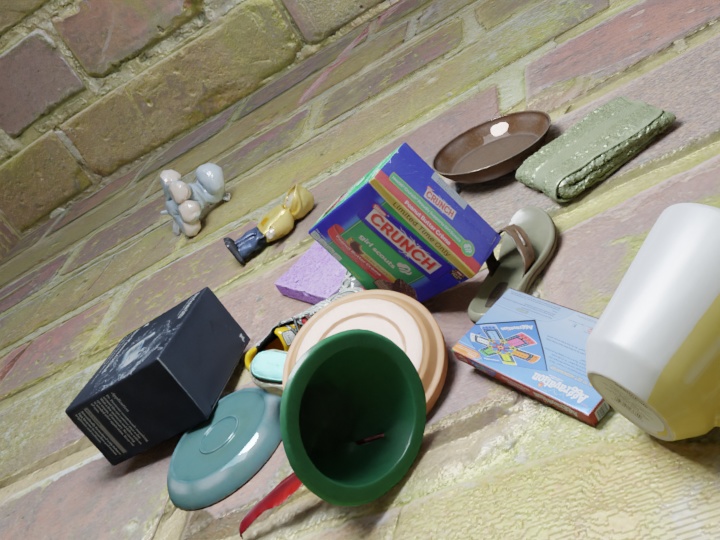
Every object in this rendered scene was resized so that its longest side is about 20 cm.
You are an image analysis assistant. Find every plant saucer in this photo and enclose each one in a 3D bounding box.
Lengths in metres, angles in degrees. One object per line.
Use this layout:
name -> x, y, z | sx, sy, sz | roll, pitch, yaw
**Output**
plant saucer -> 0.001, 0.106, 0.889 | 0.197, 0.032, 0.203 | -10, 52, 14
plant saucer -> 0.210, -0.190, 1.223 | 0.198, 0.037, 0.201 | -23, 25, 11
plant saucer -> -0.181, 0.224, 1.022 | 0.198, 0.028, 0.201 | -29, 26, 15

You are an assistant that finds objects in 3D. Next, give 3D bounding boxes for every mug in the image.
mug -> 0.269, 0.054, 0.609 | 0.153, 0.149, 0.186 | -47, 19, -8

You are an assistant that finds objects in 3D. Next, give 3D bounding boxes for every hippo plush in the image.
hippo plush -> -0.401, -0.178, 1.941 | 0.159, 0.160, 0.201 | -27, -24, -25

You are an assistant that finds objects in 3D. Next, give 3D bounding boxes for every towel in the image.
towel -> 0.319, -0.173, 1.071 | 0.199, 0.037, 0.148 | -36, 23, -1

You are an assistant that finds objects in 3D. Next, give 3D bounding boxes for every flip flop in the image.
flip flop -> 0.180, -0.016, 0.943 | 0.080, 0.058, 0.201 | -8, 36, 46

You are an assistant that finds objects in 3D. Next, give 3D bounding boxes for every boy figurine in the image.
boy figurine -> -0.178, -0.093, 1.545 | 0.199, 0.065, 0.124 | -38, 21, 2

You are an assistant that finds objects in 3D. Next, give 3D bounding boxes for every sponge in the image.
sponge -> -0.056, 0.005, 1.248 | 0.112, 0.030, 0.199 | -44, 26, -19

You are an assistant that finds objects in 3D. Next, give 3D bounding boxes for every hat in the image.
hat -> -0.053, 0.164, 0.827 | 0.199, 0.167, 0.175 | -31, 6, -33

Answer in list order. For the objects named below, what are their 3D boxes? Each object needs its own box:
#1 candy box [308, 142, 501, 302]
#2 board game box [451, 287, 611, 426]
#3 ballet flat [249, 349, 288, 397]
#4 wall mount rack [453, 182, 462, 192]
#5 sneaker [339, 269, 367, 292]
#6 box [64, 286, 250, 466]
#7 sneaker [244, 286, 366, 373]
candy box -> 0.049, -0.044, 0.971 | 0.077, 0.169, 0.200 | -53, 11, -31
board game box -> 0.190, 0.080, 0.785 | 0.103, 0.020, 0.199 | -42, 30, -16
ballet flat -> -0.045, 0.137, 0.945 | 0.197, 0.063, 0.068 | 11, 60, 28
wall mount rack -> 0.074, -0.097, 1.212 | 0.198, 0.076, 0.173 | -16, -10, 35
sneaker -> 0.000, 0.000, 1.107 | 0.200, 0.092, 0.075 | -48, 28, -25
box -> -0.296, 0.154, 1.153 | 0.198, 0.118, 0.197 | -28, 20, 23
sneaker -> -0.067, 0.090, 1.023 | 0.199, 0.078, 0.082 | -36, -20, 12
